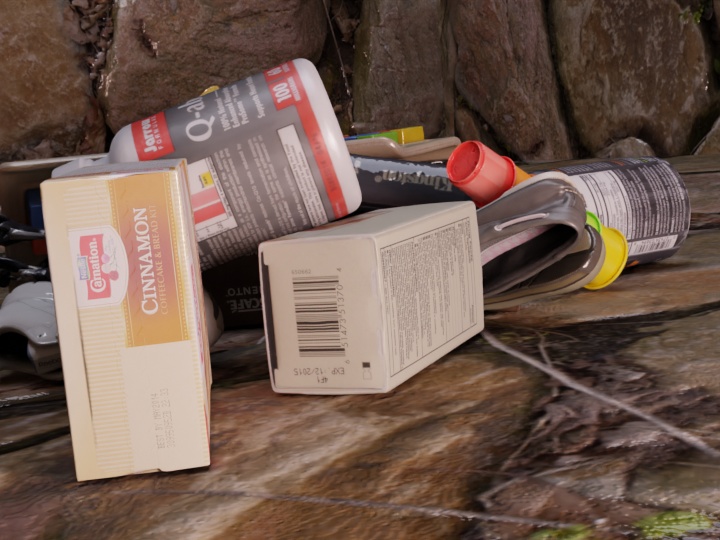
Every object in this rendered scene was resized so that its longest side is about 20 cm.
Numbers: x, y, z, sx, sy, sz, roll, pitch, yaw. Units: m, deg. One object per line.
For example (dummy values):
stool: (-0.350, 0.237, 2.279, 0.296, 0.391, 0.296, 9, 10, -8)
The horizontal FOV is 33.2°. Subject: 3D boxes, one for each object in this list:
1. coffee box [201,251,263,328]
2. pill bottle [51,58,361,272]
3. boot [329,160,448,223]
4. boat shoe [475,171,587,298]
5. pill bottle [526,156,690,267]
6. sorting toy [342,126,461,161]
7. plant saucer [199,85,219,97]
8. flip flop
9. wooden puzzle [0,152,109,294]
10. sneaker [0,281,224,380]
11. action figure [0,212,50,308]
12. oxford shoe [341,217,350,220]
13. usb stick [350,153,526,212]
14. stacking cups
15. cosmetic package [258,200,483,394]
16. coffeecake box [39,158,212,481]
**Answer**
coffee box: (-0.092, -0.024, 1.122, 0.113, 0.081, 0.200, -6, 20, 3)
pill bottle: (-0.108, -0.063, 0.857, 0.198, 0.117, 0.116, -21, 8, -2)
boot: (0.061, -0.057, 1.199, 0.197, 0.070, 0.174, -12, 14, -15)
boat shoe: (0.086, -0.006, 0.939, 0.199, 0.067, 0.057, -32, 34, 22)
pill bottle: (0.213, -0.049, 1.171, 0.198, 0.108, 0.106, -9, 8, -27)
sorting toy: (-0.011, -0.123, 1.229, 0.183, 0.037, 0.200, -4, 4, 24)
plant saucer: (-0.180, -0.066, 1.250, 0.048, 0.200, 0.200, 39, -10, 18)
flip flop: (0.123, 0.003, 0.997, 0.198, 0.082, 0.057, -10, -34, 44)
wooden puzzle: (-0.236, -0.023, 1.126, 0.183, 0.202, 0.047, -8, 44, -19)
sneaker: (-0.194, 0.051, 0.891, 0.197, 0.075, 0.087, -7, 21, 20)
action figure: (-0.287, 0.016, 1.013, 0.101, 0.121, 0.199, 1, -8, -41)
oxford shoe: (0.000, 0.000, 1.034, 0.071, 0.074, 0.199, 13, 21, 36)
usb stick: (0.058, -0.072, 1.098, 0.197, 0.056, 0.033, 8, -17, 10)
stacking cups: (0.146, -0.046, 1.028, 0.199, 0.061, 0.060, 27, -14, -36)
cosmetic package: (0.014, 0.014, 0.842, 0.086, 0.105, 0.200, -3, 6, 24)
coffeecake box: (-0.129, 0.017, 0.705, 0.072, 0.156, 0.200, -6, 8, -6)
